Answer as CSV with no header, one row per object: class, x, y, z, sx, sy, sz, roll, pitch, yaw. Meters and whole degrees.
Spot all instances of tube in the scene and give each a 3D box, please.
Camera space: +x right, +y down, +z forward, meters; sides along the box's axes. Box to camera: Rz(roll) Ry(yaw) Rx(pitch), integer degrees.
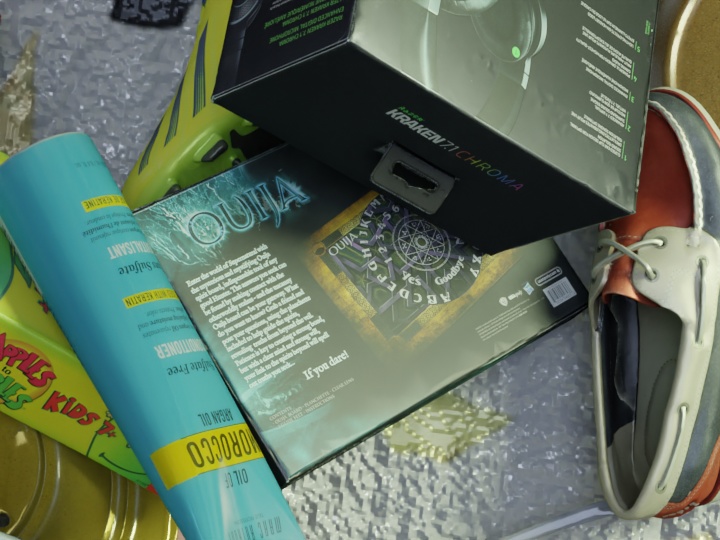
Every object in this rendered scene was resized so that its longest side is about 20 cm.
tube,-0.085,0.040,0.780,0.050,0.077,0.200,-37,77,29

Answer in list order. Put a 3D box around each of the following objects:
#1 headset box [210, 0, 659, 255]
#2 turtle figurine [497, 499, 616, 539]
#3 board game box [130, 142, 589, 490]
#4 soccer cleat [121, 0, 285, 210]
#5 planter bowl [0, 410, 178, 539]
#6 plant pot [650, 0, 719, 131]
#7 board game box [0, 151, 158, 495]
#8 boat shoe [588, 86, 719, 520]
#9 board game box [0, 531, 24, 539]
headset box,0.042,-0.123,0.850,0.174,0.093,0.201,26,62,-35
turtle figurine,0.035,0.153,0.839,0.194,0.200,0.144,24,37,-27
board game box,0.000,0.000,0.876,0.200,0.028,0.136,-27,81,-37
soccer cleat,-0.056,-0.100,0.927,0.084,0.065,0.200,33,85,29
planter bowl,-0.181,0.096,0.851,0.200,0.084,0.201,1,69,-3
plant pot,0.225,-0.093,0.917,0.199,0.027,0.201,-4,73,14
board game box,-0.137,0.014,0.833,0.200,0.102,0.048,32,121,-28
boat shoe,0.135,0.015,0.895,0.062,0.071,0.201,-4,93,-43
board game box,-0.160,0.195,0.716,0.064,0.148,0.201,25,79,-14
